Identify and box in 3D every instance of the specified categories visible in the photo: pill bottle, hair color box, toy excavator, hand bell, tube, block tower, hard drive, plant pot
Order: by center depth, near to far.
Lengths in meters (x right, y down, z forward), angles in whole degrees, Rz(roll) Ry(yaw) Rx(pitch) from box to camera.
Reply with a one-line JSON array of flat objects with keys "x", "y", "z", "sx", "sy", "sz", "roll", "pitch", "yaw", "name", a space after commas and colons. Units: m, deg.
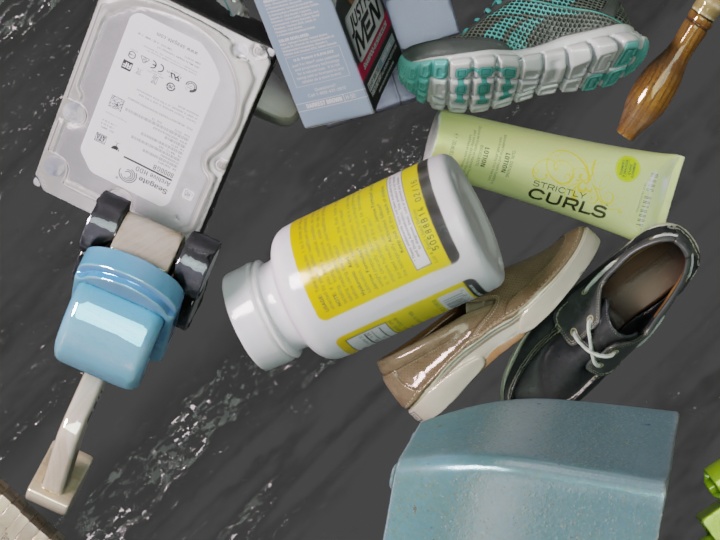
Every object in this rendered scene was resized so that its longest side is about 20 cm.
[{"x": -0.037, "y": -0.218, "z": 1.555, "sx": 0.060, "sy": 0.099, "sz": 0.201, "roll": -11, "pitch": 118, "yaw": 21, "name": "hair color box"}, {"x": 0.118, "y": 0.201, "z": 1.581, "sx": 0.198, "sy": 0.196, "sz": 0.197, "roll": 11, "pitch": 104, "yaw": 9, "name": "plant pot"}, {"x": -0.155, "y": -0.120, "z": 1.610, "sx": 0.139, "sy": 0.038, "sz": 0.201, "roll": 26, "pitch": 123, "yaw": -1, "name": "hard drive"}, {"x": 0.000, "y": 0.000, "z": 1.617, "sx": 0.199, "sy": 0.111, "sz": 0.112, "roll": -25, "pitch": 91, "yaw": 12, "name": "pill bottle"}, {"x": -0.198, "y": 0.069, "z": 1.617, "sx": 0.099, "sy": 0.195, "sz": 0.201, "roll": 25, "pitch": 64, "yaw": 0, "name": "toy excavator"}, {"x": 0.258, "y": -0.189, "z": 1.652, "sx": 0.104, "sy": 0.104, "sz": 0.201, "roll": 33, "pitch": 102, "yaw": -1, "name": "hand bell"}, {"x": -0.240, "y": 0.237, "z": 1.652, "sx": 0.200, "sy": 0.054, "sz": 0.058, "roll": 41, "pitch": 89, "yaw": -2, "name": "block tower"}, {"x": 0.149, "y": -0.078, "z": 1.659, "sx": 0.198, "sy": 0.058, "sz": 0.052, "roll": 15, "pitch": 52, "yaw": -6, "name": "tube"}]

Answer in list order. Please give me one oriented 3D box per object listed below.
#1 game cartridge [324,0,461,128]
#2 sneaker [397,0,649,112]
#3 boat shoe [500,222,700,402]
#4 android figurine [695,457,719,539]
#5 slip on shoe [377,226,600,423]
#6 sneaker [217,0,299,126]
[{"x": 0.000, "y": -0.224, "z": 1.663, "sx": 0.129, "sy": 0.038, "sz": 0.201, "roll": -18, "pitch": 91, "yaw": -5, "name": "game cartridge"}, {"x": 0.118, "y": -0.180, "z": 1.639, "sx": 0.198, "sy": 0.078, "sz": 0.092, "roll": -9, "pitch": 65, "yaw": -17, "name": "sneaker"}, {"x": 0.182, "y": 0.043, "z": 1.645, "sx": 0.072, "sy": 0.068, "sz": 0.200, "roll": 44, "pitch": 100, "yaw": -4, "name": "boat shoe"}, {"x": 0.349, "y": 0.210, "z": 1.668, "sx": 0.199, "sy": 0.041, "sz": 0.183, "roll": -32, "pitch": 91, "yaw": 1, "name": "android figurine"}, {"x": 0.099, "y": 0.030, "z": 1.648, "sx": 0.200, "sy": 0.076, "sz": 0.061, "roll": -43, "pitch": 94, "yaw": 8, "name": "slip on shoe"}, {"x": -0.113, "y": -0.194, "z": 1.643, "sx": 0.200, "sy": 0.070, "sz": 0.080, "roll": 44, "pitch": 87, "yaw": 0, "name": "sneaker"}]
